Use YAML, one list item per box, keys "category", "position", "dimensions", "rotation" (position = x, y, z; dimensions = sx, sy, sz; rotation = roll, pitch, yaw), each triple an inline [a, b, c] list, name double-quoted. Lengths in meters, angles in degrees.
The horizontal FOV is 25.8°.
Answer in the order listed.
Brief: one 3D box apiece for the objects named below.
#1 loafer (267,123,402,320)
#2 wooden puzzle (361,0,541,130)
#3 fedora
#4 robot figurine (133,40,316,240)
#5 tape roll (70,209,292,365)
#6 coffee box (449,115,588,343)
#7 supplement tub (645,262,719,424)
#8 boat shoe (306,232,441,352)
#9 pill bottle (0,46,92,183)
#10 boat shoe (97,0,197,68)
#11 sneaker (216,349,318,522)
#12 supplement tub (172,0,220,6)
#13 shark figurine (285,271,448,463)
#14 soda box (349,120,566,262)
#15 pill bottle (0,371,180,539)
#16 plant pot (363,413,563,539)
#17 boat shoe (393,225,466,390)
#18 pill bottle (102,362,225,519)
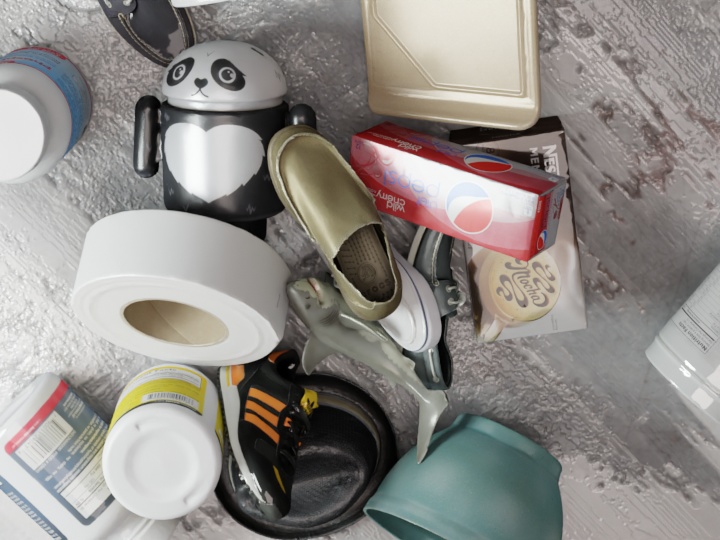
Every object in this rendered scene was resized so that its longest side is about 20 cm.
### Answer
- category: "loafer"
  position: [-0.014, -0.046, 1.442]
  dimensions: [0.076, 0.067, 0.201]
  rotation: [-35, 98, -13]
- category: "wooden puzzle"
  position: [0.084, -0.239, 1.472]
  dimensions: [0.184, 0.037, 0.201]
  rotation: [9, 113, 29]
- category: "fedora"
  position: [-0.059, 0.202, 1.595]
  dimensions: [0.199, 0.092, 0.202]
  rotation: [0, 104, -1]
- category: "robot figurine"
  position: [-0.129, -0.117, 1.495]
  dimensions: [0.149, 0.125, 0.201]
  rotation: [-7, 107, -26]
- category: "tape roll"
  position: [-0.169, 0.020, 1.494]
  dimensions: [0.201, 0.203, 0.071]
  rotation: [11, 63, -4]
- category: "coffee box"
  position: [0.154, -0.041, 1.542]
  dimensions: [0.112, 0.080, 0.201]
  rotation: [-7, 104, 4]
- category: "supplement tub"
  position: [0.391, 0.047, 1.544]
  dimensions: [0.132, 0.132, 0.200]
  rotation: [37, 101, -10]
- category: "boat shoe"
  position: [0.000, 0.000, 1.519]
  dimensions: [0.200, 0.065, 0.074]
  rotation: [53, 133, 18]
- category: "pill bottle"
  position: [-0.313, -0.141, 1.448]
  dimensions: [0.108, 0.200, 0.109]
  rotation: [0, 105, -1]
- category: "boat shoe"
  position: [-0.226, -0.273, 1.486]
  dimensions: [0.072, 0.063, 0.200]
  rotation: [-32, 103, 7]
- category: "sneaker"
  position: [-0.080, 0.148, 1.516]
  dimensions: [0.090, 0.201, 0.070]
  rotation: [-23, 130, 3]
- category: "supplement tub"
  position: [-0.129, -0.351, 1.426]
  dimensions: [0.131, 0.132, 0.201]
  rotation: [-11, 104, 2]
- category: "shark figurine"
  position: [-0.008, 0.085, 1.537]
  dimensions: [0.214, 0.128, 0.090]
  rotation: [43, 98, -14]
- category: "soda box"
  position: [0.086, -0.076, 1.460]
  dimensions: [0.199, 0.063, 0.070]
  rotation: [19, 117, 26]
- category: "pill bottle"
  position: [-0.282, 0.211, 1.581]
  dimensions: [0.120, 0.120, 0.200]
  rotation: [-42, 101, 9]
- category: "plant pot"
  position: [0.121, 0.227, 1.570]
  dimensions: [0.200, 0.200, 0.135]
  rotation: [31, 75, -8]
- category: "boat shoe"
  position: [0.078, 0.027, 1.556]
  dimensions: [0.062, 0.073, 0.201]
  rotation: [19, 113, 21]
- category: "pill bottle"
  position: [-0.186, 0.155, 1.525]
  dimensions: [0.111, 0.200, 0.112]
  rotation: [-1, 103, -2]
